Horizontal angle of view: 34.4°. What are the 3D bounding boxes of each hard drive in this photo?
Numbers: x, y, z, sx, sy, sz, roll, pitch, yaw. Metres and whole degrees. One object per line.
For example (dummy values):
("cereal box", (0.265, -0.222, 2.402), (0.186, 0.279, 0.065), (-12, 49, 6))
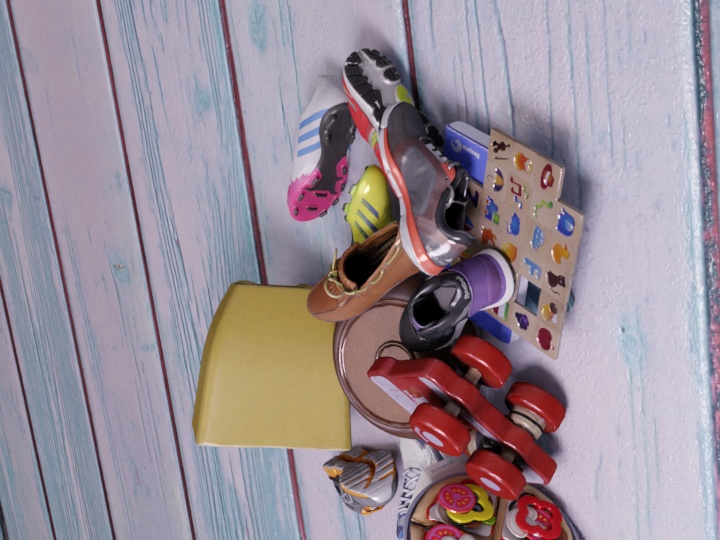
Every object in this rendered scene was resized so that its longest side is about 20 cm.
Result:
("hard drive", (0.130, -0.040, 1.233), (0.132, 0.025, 0.202), (36, 133, 42))

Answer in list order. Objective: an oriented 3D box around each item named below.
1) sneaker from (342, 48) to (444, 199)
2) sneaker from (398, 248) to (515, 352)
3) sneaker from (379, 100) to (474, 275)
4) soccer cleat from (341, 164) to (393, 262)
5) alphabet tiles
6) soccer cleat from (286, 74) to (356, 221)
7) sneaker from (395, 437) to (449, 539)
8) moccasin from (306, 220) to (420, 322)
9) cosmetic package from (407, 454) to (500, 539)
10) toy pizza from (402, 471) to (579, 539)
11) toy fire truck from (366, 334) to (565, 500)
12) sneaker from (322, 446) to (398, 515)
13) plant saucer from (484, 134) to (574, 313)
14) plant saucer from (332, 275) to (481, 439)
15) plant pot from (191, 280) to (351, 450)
("sneaker", (0.038, -0.155, 1.321), (0.085, 0.076, 0.202), (122, 126, -72))
("sneaker", (0.075, 0.039, 1.237), (0.076, 0.087, 0.200), (62, 146, 12))
("sneaker", (0.079, -0.096, 1.207), (0.081, 0.077, 0.202), (-28, 62, 31))
("soccer cleat", (0.022, -0.040, 1.380), (0.083, 0.065, 0.202), (24, 136, 19))
("alphabet tiles", (0.154, -0.033, 1.171), (0.167, 0.007, 0.202), (37, 134, 41))
("soccer cleat", (-0.049, -0.152, 1.443), (0.087, 0.069, 0.201), (66, 147, 37))
("sneaker", (0.081, 0.292, 1.431), (0.077, 0.085, 0.202), (-20, 87, 56))
("moccasin", (0.000, 0.002, 1.315), (0.201, 0.077, 0.075), (-27, 53, 47))
("cosmetic package", (0.157, 0.300, 1.311), (0.200, 0.103, 0.074), (45, 137, 32))
("toy pizza", (0.143, 0.288, 1.237), (0.200, 0.199, 0.032), (46, 141, 33))
("toy fire truck", (0.114, 0.160, 1.263), (0.200, 0.113, 0.168), (40, 161, -17))
("sneaker", (0.011, 0.284, 1.525), (0.078, 0.078, 0.200), (67, 168, -5))
("plant saucer", (0.164, -0.041, 1.222), (0.070, 0.019, 0.202), (-36, 74, 55))
("plant saucer", (0.046, 0.106, 1.368), (0.198, 0.034, 0.203), (7, 104, 28))
("plant pot", (-0.115, 0.116, 1.507), (0.194, 0.193, 0.203), (-178, 91, -80))
